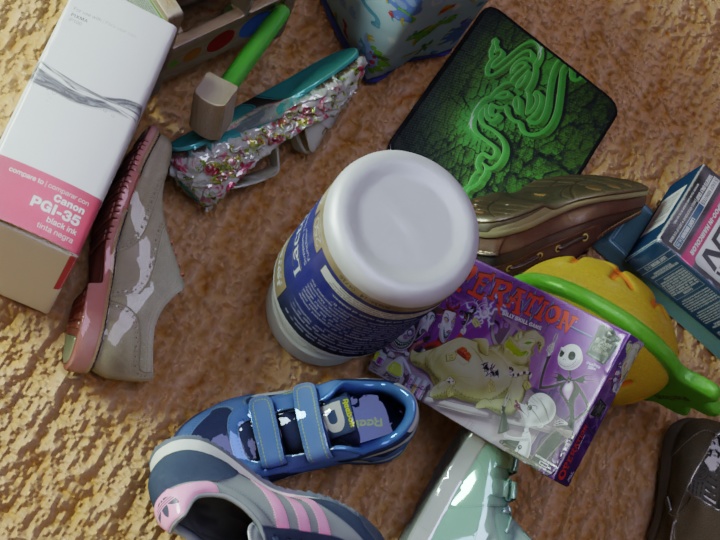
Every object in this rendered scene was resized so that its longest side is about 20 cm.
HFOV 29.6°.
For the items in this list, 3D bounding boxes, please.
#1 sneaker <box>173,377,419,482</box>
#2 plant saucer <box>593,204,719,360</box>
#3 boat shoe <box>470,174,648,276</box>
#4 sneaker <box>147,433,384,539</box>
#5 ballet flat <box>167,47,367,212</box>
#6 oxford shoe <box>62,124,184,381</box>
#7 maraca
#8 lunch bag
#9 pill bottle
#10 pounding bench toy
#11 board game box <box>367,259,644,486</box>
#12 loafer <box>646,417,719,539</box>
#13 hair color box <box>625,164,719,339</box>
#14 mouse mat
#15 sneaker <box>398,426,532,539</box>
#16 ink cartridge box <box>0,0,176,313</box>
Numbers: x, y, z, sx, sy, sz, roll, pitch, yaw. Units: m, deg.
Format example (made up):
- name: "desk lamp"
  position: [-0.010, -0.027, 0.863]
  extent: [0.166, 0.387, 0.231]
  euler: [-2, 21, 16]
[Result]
- name: "sneaker"
  position: [-0.046, 0.119, 1.027]
  extent: [0.199, 0.082, 0.074]
  euler: [-10, 77, -21]
- name: "plant saucer"
  position: [0.302, 0.017, 1.229]
  extent: [0.200, 0.019, 0.070]
  euler: [41, 62, -2]
- name: "boat shoe"
  position: [0.166, -0.038, 1.172]
  extent: [0.199, 0.072, 0.068]
  euler: [-16, 113, -33]
- name: "sneaker"
  position: [-0.065, 0.194, 0.976]
  extent: [0.199, 0.070, 0.082]
  euler: [27, 23, -21]
- name: "ballet flat"
  position: [-0.072, -0.115, 1.119]
  extent: [0.200, 0.076, 0.064]
  euler: [-32, 115, -23]
- name: "oxford shoe"
  position: [-0.169, -0.011, 1.040]
  extent: [0.074, 0.071, 0.201]
  euler: [18, 76, -19]
- name: "maraca"
  position: [0.205, 0.061, 1.105]
  extent: [0.200, 0.137, 0.107]
  euler: [35, 78, -14]
- name: "lunch bag"
  position: [0.027, -0.291, 1.150]
  extent: [0.127, 0.170, 0.200]
  euler: [-25, 80, -26]
- name: "pill bottle"
  position: [0.000, 0.000, 1.020]
  extent: [0.115, 0.200, 0.116]
  euler: [7, 68, -18]
- name: "pounding bench toy"
  position: [-0.112, -0.216, 1.089]
  extent: [0.156, 0.124, 0.200]
  euler: [-29, 78, -27]
- name: "board game box"
  position: [0.104, 0.066, 1.034]
  extent: [0.032, 0.200, 0.120]
  euler: [35, 84, -48]
- name: "loafer"
  position: [0.281, 0.213, 1.123]
  extent: [0.076, 0.067, 0.201]
  euler: [11, 68, -16]
- name: "hair color box"
  position: [0.343, 0.010, 1.204]
  extent: [0.200, 0.061, 0.100]
  euler: [39, 63, -5]
- name: "mouse mat"
  position: [0.132, -0.128, 1.224]
  extent: [0.161, 0.008, 0.200]
  euler: [37, 62, -5]
- name: "sneaker"
  position: [0.113, 0.186, 1.065]
  extent: [0.118, 0.074, 0.201]
  euler: [31, 73, 0]
- name: "ink cartridge box"
  position: [-0.218, -0.089, 1.000]
  extent: [0.083, 0.147, 0.201]
  euler: [25, 65, -12]
